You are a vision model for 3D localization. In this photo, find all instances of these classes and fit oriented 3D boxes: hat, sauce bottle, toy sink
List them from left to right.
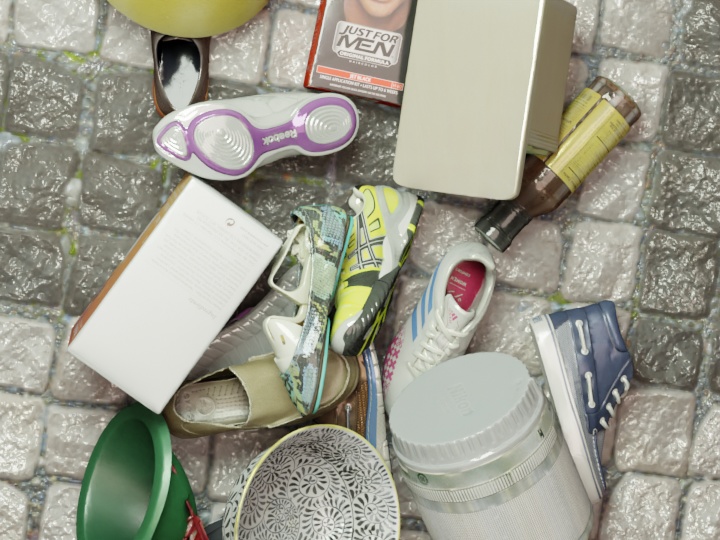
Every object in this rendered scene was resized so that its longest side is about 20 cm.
[{"bbox_3d":[-0.168,0.245,1.713,0.176,0.166,0.201,19,87,-33],"label":"hat"},{"bbox_3d":[0.123,-0.170,1.681,0.130,0.112,0.201,8,92,24],"label":"toy sink"},{"bbox_3d":[0.194,-0.104,1.740,0.065,0.065,0.200,44,89,-9],"label":"sauce bottle"}]

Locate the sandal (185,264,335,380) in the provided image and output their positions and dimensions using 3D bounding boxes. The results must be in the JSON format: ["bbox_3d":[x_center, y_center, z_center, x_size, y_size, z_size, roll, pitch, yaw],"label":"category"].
[{"bbox_3d":[-0.101,0.067,1.726,0.203,0.050,0.083,-39,115,2],"label":"sandal"}]

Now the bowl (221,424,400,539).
[{"bbox_3d":[-0.066,0.246,1.676,0.200,0.094,0.201,0,89,-40],"label":"bowl"}]

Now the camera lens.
[{"bbox_3d":[0.128,0.201,1.689,0.160,0.160,0.200,-27,117,-4],"label":"camera lens"}]

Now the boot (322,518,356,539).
[{"bbox_3d":[-0.042,0.322,1.749,0.199,0.077,0.139,-17,93,-19],"label":"boot"}]

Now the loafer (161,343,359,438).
[{"bbox_3d":[-0.097,0.120,1.669,0.199,0.067,0.076,-17,88,-3],"label":"loafer"}]

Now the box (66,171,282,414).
[{"bbox_3d":[-0.179,0.017,1.657,0.106,0.152,0.200,37,89,-10],"label":"box"}]

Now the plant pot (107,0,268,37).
[{"bbox_3d":[-0.152,-0.336,1.602,0.199,0.142,0.201,5,71,-16],"label":"plant pot"}]

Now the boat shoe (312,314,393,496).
[{"bbox_3d":[-0.013,0.136,1.730,0.072,0.072,0.201,-9,96,-5],"label":"boat shoe"}]

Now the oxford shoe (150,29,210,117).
[{"bbox_3d":[-0.171,-0.244,1.674,0.071,0.073,0.201,-4,92,-6],"label":"oxford shoe"}]

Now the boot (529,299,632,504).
[{"bbox_3d":[0.240,0.133,1.761,0.090,0.073,0.201,-16,96,0],"label":"boot"}]

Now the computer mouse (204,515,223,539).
[{"bbox_3d":[-0.123,0.312,1.744,0.200,0.046,0.141,-29,97,-4],"label":"computer mouse"}]

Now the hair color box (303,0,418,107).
[{"bbox_3d":[0.013,-0.268,1.704,0.101,0.061,0.201,11,93,-7],"label":"hair color box"}]

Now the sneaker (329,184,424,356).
[{"bbox_3d":[0.000,0.000,1.693,0.076,0.075,0.200,19,51,3],"label":"sneaker"}]

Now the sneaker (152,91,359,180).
[{"bbox_3d":[-0.106,-0.131,1.674,0.199,0.100,0.075,-7,101,-20],"label":"sneaker"}]

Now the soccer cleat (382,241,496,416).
[{"bbox_3d":[0.076,0.063,1.728,0.070,0.086,0.200,23,92,-9],"label":"soccer cleat"}]

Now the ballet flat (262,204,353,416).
[{"bbox_3d":[-0.058,0.034,1.626,0.074,0.074,0.201,11,78,-8],"label":"ballet flat"}]
